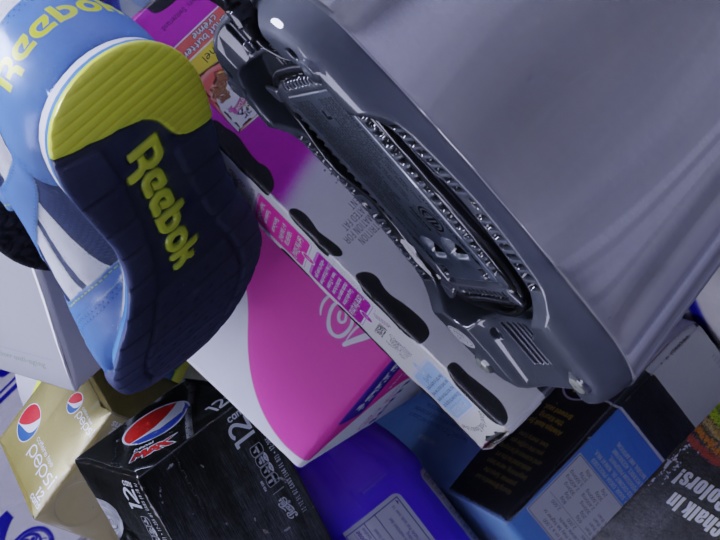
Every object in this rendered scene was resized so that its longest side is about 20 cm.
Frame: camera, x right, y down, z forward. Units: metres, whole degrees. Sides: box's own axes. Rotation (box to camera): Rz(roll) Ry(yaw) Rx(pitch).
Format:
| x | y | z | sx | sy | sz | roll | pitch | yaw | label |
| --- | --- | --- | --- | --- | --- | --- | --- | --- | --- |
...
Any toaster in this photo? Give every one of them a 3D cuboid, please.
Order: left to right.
| x | y | z | sx | sy | sz | roll | pitch | yaw | label |
| --- | --- | --- | --- | --- | --- | --- | --- | --- | --- |
| 0.048 | -0.065 | 0.604 | 0.200 | 0.129 | 0.114 | 47 | 167 | -13 | toaster |

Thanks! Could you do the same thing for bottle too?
| x | y | z | sx | sy | sz | roll | pitch | yaw | label |
| --- | --- | --- | --- | --- | --- | --- | --- | --- | --- |
| 0.005 | 0.117 | 0.886 | 0.200 | 0.065 | 0.084 | 52 | 159 | 3 | bottle |

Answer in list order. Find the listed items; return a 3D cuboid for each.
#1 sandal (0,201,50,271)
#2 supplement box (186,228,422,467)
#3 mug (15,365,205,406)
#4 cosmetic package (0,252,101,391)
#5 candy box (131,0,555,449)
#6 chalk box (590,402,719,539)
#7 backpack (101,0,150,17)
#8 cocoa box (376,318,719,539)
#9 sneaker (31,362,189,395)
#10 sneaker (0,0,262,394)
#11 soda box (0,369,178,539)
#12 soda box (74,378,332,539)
| x | y | z | sx | sy | sz | roll | pitch | yaw | label |
| --- | --- | --- | --- | --- | --- | --- | --- | --- | --- |
| -0.082 | -0.061 | 0.778 | 0.045 | 0.200 | 0.075 | 37 | 138 | 26 | sandal |
| 0.000 | 0.000 | 0.854 | 0.103 | 0.101 | 0.200 | 43 | -161 | 10 | supplement box |
| -0.085 | 0.036 | 1.073 | 0.175 | 0.147 | 0.201 | 21 | 124 | 37 | mug |
| -0.112 | -0.043 | 0.870 | 0.107 | 0.200 | 0.085 | 13 | 132 | 35 | cosmetic package |
| 0.025 | -0.053 | 0.706 | 0.200 | 0.136 | 0.061 | 45 | 168 | 5 | candy box |
| 0.164 | 0.135 | 0.697 | 0.125 | 0.200 | 0.124 | 32 | 162 | 49 | chalk box |
| -0.122 | -0.178 | 0.791 | 0.191 | 0.154 | 0.200 | 54 | 172 | 7 | backpack |
| 0.104 | 0.098 | 0.950 | 0.134 | 0.131 | 0.200 | 50 | 167 | -22 | cocoa box |
| -0.120 | 0.031 | 0.961 | 0.076 | 0.200 | 0.105 | 41 | -174 | 17 | sneaker |
| -0.090 | -0.030 | 0.680 | 0.082 | 0.074 | 0.200 | 38 | 155 | 25 | sneaker |
| -0.074 | 0.107 | 0.942 | 0.200 | 0.068 | 0.064 | 27 | -164 | -39 | soda box |
| -0.045 | 0.150 | 0.852 | 0.063 | 0.071 | 0.201 | 4 | 125 | 57 | soda box |
